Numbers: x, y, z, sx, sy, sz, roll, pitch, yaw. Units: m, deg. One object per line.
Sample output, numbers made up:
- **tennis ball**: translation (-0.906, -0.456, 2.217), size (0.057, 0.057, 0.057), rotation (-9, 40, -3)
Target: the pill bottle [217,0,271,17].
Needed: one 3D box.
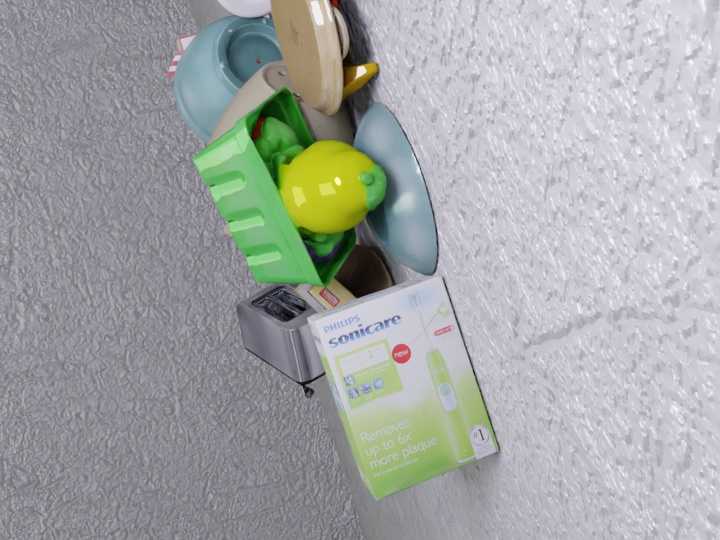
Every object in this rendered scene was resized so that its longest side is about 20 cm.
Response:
- **pill bottle**: translation (-0.171, -0.440, 1.056), size (0.113, 0.112, 0.200), rotation (81, 167, -45)

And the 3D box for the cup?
- **cup**: translation (-0.089, -0.175, 0.965), size (0.201, 0.200, 0.144), rotation (63, 145, 39)

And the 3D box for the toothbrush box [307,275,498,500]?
- **toothbrush box**: translation (0.044, 0.122, 0.838), size (0.086, 0.145, 0.201), rotation (170, 82, -80)

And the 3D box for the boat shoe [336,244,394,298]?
- **boat shoe**: translation (0.000, 0.000, 1.113), size (0.064, 0.071, 0.200), rotation (34, -173, -39)

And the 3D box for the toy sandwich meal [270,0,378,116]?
- **toy sandwich meal**: translation (-0.041, -0.262, 0.829), size (0.205, 0.070, 0.206), rotation (161, 90, -75)

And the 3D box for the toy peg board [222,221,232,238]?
- **toy peg board**: translation (-0.142, -0.148, 1.323), size (0.201, 0.098, 0.199), rotation (-62, 9, 11)

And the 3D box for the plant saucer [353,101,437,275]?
- **plant saucer**: translation (0.027, -0.084, 0.853), size (0.201, 0.039, 0.202), rotation (160, 90, -80)

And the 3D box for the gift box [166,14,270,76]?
- **gift box**: translation (-0.234, -0.341, 1.360), size (0.185, 0.199, 0.187), rotation (69, 170, -20)

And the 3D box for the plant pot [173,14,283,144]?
- **plant pot**: translation (-0.157, -0.280, 1.092), size (0.134, 0.200, 0.201), rotation (-24, 85, 68)

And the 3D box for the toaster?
- **toaster**: translation (-0.083, 0.085, 1.263), size (0.200, 0.181, 0.119), rotation (24, 135, 45)

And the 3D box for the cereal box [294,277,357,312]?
- **cereal box**: translation (-0.019, 0.062, 1.057), size (0.144, 0.040, 0.200), rotation (42, 173, -6)

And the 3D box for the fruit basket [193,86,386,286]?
- **fruit basket**: translation (-0.053, -0.092, 0.824), size (0.156, 0.215, 0.216), rotation (-60, -40, -57)
